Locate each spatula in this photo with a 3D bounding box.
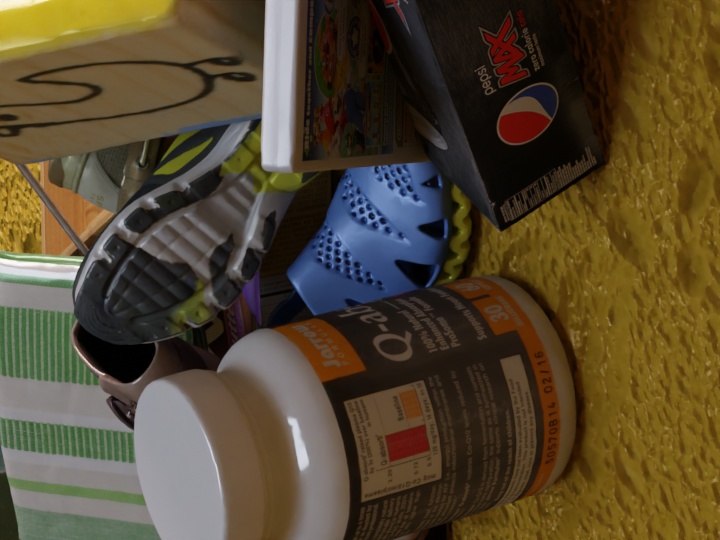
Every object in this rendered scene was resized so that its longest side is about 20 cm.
[{"bbox_3d":[-0.091,-0.021,1.356,0.200,0.020,0.057,29,125,58],"label":"spatula"}]

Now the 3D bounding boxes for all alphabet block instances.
[{"bbox_3d":[-0.139,-0.174,1.139,0.194,0.200,0.198,-11,80,19],"label":"alphabet block"}]

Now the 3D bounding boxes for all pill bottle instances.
[{"bbox_3d":[-0.002,0.077,1.167,0.116,0.199,0.117,31,127,52],"label":"pill bottle"}]

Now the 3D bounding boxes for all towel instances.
[{"bbox_3d":[-0.149,0.083,1.411,0.151,0.023,0.202,4,119,21],"label":"towel"}]

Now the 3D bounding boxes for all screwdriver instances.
[{"bbox_3d":[-0.145,0.004,1.397,0.028,0.029,0.201,-9,116,57],"label":"screwdriver"}]

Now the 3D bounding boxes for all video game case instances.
[{"bbox_3d":[0.004,-0.120,1.088,0.018,0.200,0.145,5,96,21],"label":"video game case"}]

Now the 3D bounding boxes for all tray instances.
[{"bbox_3d":[-0.146,-0.066,1.411,0.200,0.037,0.100,148,122,-61],"label":"tray"}]

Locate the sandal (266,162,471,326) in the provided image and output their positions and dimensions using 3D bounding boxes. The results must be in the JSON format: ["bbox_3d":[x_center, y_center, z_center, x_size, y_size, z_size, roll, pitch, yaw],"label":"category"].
[{"bbox_3d":[0.000,0.000,1.253,0.080,0.086,0.201,52,141,41],"label":"sandal"}]

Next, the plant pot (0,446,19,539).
[{"bbox_3d":[-0.288,0.171,1.747,0.197,0.195,0.201,55,134,35],"label":"plant pot"}]

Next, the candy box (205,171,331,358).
[{"bbox_3d":[-0.066,-0.030,1.389,0.117,0.056,0.202,38,131,52],"label":"candy box"}]

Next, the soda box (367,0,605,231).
[{"bbox_3d":[0.047,-0.111,1.054,0.071,0.063,0.201,48,168,39],"label":"soda box"}]

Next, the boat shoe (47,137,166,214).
[{"bbox_3d":[-0.100,-0.127,1.282,0.202,0.063,0.073,-64,1,0],"label":"boat shoe"}]

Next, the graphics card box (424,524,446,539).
[{"bbox_3d":[-0.020,0.159,1.388,0.200,0.051,0.127,28,125,56],"label":"graphics card box"}]

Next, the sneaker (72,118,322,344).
[{"bbox_3d":[-0.075,-0.041,1.254,0.075,0.200,0.085,48,173,-20],"label":"sneaker"}]

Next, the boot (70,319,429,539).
[{"bbox_3d":[-0.068,0.083,1.276,0.199,0.146,0.071,16,72,48],"label":"boot"}]
